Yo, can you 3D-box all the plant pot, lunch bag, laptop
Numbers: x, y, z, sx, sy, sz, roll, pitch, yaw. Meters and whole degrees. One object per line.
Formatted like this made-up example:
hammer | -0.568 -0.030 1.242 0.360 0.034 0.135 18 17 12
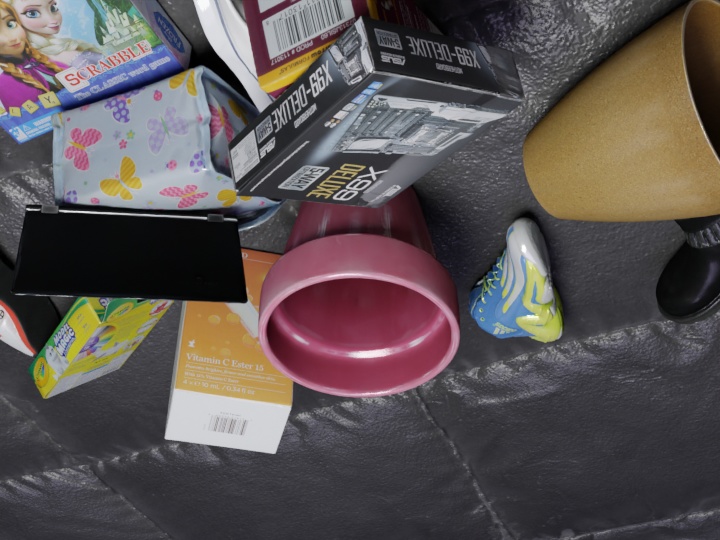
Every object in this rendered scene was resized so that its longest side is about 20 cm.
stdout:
plant pot | 0.252 -0.119 1.001 0.199 0.188 0.186 -20 137 40
lunch bag | -0.168 -0.090 1.054 0.168 0.129 0.200 -13 165 17
laptop | -0.204 0.009 0.979 0.185 0.117 0.200 3 156 -12
plant pot | 0.000 0.000 1.123 0.198 0.180 0.201 1 139 1

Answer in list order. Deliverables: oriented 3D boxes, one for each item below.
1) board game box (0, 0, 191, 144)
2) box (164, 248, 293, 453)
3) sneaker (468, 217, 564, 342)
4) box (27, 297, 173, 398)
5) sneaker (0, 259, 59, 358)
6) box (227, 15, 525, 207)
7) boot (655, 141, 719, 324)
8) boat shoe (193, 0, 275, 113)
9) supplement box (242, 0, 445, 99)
board game box | -0.286 -0.221 0.975 0.198 0.041 0.200 -19 136 21
box | -0.137 0.082 1.203 0.123 0.201 0.098 9 139 -11
sneaker | 0.164 0.023 1.227 0.104 0.076 0.201 -10 139 14
box | -0.289 0.064 1.256 0.117 0.049 0.200 -22 164 -48
sneaker | -0.433 0.036 1.264 0.107 0.068 0.202 -1 147 20
box | 0.008 -0.119 0.892 0.157 0.050 0.200 3 155 -39
boot | 0.341 -0.041 1.144 0.157 0.080 0.212 17 127 -28
boat shoe | -0.084 -0.203 0.981 0.065 0.074 0.200 -17 147 14
supplement box | 0.003 -0.176 0.937 0.109 0.087 0.200 -21 159 22
